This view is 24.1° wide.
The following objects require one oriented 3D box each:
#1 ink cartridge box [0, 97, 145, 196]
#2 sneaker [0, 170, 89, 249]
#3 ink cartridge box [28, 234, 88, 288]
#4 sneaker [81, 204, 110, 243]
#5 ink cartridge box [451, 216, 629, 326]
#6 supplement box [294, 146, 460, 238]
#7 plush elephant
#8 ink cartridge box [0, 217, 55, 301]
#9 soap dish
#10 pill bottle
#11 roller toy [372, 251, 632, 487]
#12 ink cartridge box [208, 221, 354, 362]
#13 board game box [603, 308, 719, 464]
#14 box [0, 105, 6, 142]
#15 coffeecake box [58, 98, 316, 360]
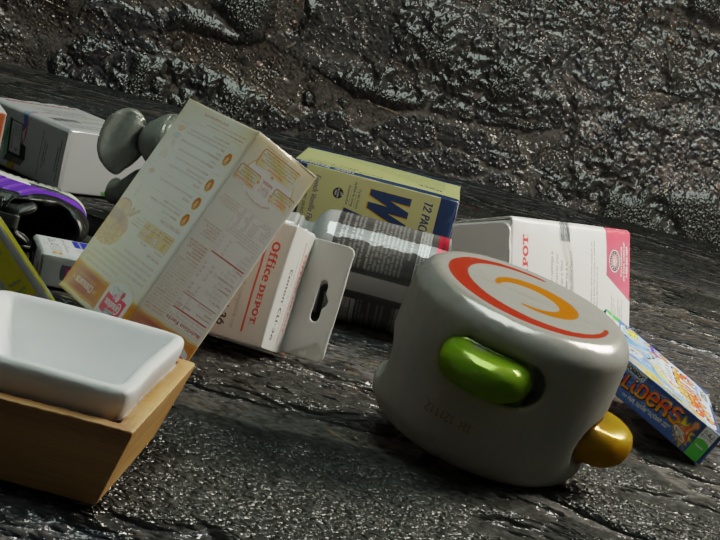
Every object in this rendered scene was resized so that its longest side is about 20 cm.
[{"bbox_3d":[-0.385,-0.160,2.206,0.144,0.085,0.199,4,14,-45],"label":"ink cartridge box"},{"bbox_3d":[-0.369,-0.063,1.709,0.199,0.070,0.100,10,12,-19],"label":"sneaker"},{"bbox_3d":[-0.219,0.005,1.635,0.198,0.037,0.095,8,10,-17],"label":"ink cartridge box"},{"bbox_3d":[-0.229,-0.068,1.821,0.199,0.107,0.075,16,10,13],"label":"sneaker"},{"bbox_3d":[0.184,0.025,1.718,0.084,0.146,0.199,-2,-4,45],"label":"ink cartridge box"},{"bbox_3d":[0.008,-0.051,1.984,0.198,0.135,0.200,14,9,1],"label":"supplement box"},{"bbox_3d":[-0.221,-0.116,1.964,0.164,0.156,0.200,15,9,9],"label":"plush elephant"},{"bbox_3d":[-0.339,-0.059,1.432,0.047,0.201,0.198,-32,23,-9],"label":"ink cartridge box"},{"bbox_3d":[-0.203,0.078,1.085,0.156,0.082,0.200,14,10,3],"label":"soap dish"},{"bbox_3d":[0.000,0.000,1.745,0.198,0.112,0.111,15,9,2],"label":"pill bottle"},{"bbox_3d":[0.110,0.082,1.337,0.199,0.141,0.182,10,20,-34],"label":"roller toy"},{"bbox_3d":[-0.117,0.002,1.518,0.199,0.117,0.067,16,-3,14],"label":"ink cartridge box"},{"bbox_3d":[0.275,0.106,1.600,0.135,0.035,0.200,40,11,0],"label":"board game box"},{"bbox_3d":[-0.488,-0.134,1.781,0.199,0.125,0.097,10,10,-21],"label":"box"},{"bbox_3d":[-0.149,-0.031,1.414,0.073,0.201,0.153,37,-4,-31],"label":"coffeecake box"}]
